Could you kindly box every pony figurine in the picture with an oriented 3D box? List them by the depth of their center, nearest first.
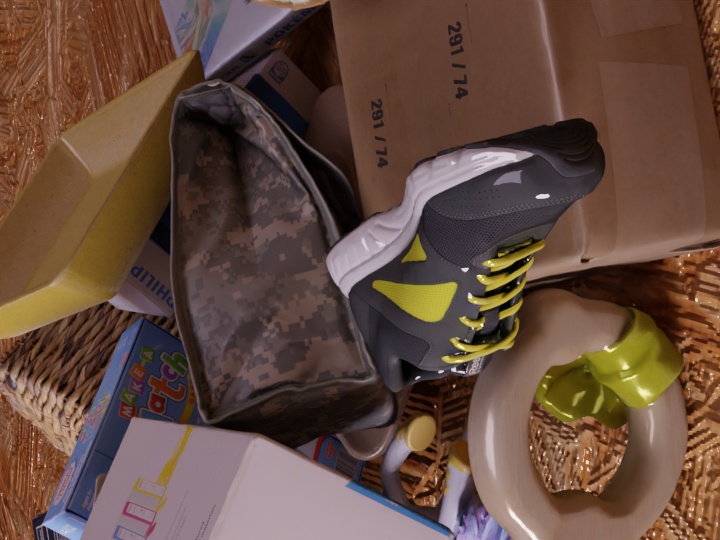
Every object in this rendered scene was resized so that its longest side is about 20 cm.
[{"bbox_3d":[0.046,0.190,0.682,0.201,0.166,0.193,-65,29,26],"label":"pony figurine"}]

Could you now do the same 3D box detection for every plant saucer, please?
[{"bbox_3d":[-0.187,-0.036,0.784,0.200,0.048,0.201,-18,39,47],"label":"plant saucer"}]

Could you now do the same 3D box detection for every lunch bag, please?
[{"bbox_3d":[-0.051,-0.002,0.699,0.164,0.117,0.201,74,180,-72],"label":"lunch bag"}]

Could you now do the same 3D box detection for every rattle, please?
[{"bbox_3d":[0.076,0.112,0.591,0.142,0.130,0.201,5,81,45],"label":"rattle"}]

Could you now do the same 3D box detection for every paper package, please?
[{"bbox_3d":[0.078,-0.092,0.601,0.190,0.103,0.201,-17,82,58],"label":"paper package"}]

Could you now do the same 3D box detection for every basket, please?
[{"bbox_3d":[-0.158,0.070,0.922,0.148,0.200,0.143,18,150,32],"label":"basket"}]

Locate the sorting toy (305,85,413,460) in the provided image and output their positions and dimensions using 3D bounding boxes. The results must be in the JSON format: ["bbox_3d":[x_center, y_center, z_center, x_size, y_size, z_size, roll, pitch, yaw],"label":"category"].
[{"bbox_3d":[0.000,0.000,0.808,0.185,0.036,0.201,51,131,40],"label":"sorting toy"}]

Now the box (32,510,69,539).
[{"bbox_3d":[-0.222,0.312,1.123,0.198,0.123,0.201,-31,68,54],"label":"box"}]

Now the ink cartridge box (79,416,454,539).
[{"bbox_3d":[-0.071,0.164,0.633,0.200,0.128,0.126,-8,56,60],"label":"ink cartridge box"}]

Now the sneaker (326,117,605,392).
[{"bbox_3d":[0.052,-0.001,0.509,0.200,0.074,0.085,-39,68,64],"label":"sneaker"}]

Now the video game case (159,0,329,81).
[{"bbox_3d":[-0.084,-0.255,0.832,0.182,0.022,0.201,-31,67,29],"label":"video game case"}]

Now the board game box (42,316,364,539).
[{"bbox_3d":[-0.094,0.145,0.776,0.037,0.200,0.152,-33,31,41],"label":"board game box"}]

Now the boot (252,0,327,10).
[{"bbox_3d":[-0.016,-0.230,0.648,0.175,0.066,0.201,-6,49,57],"label":"boot"}]

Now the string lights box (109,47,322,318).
[{"bbox_3d":[-0.121,-0.065,0.844,0.103,0.059,0.200,4,56,58],"label":"string lights box"}]
